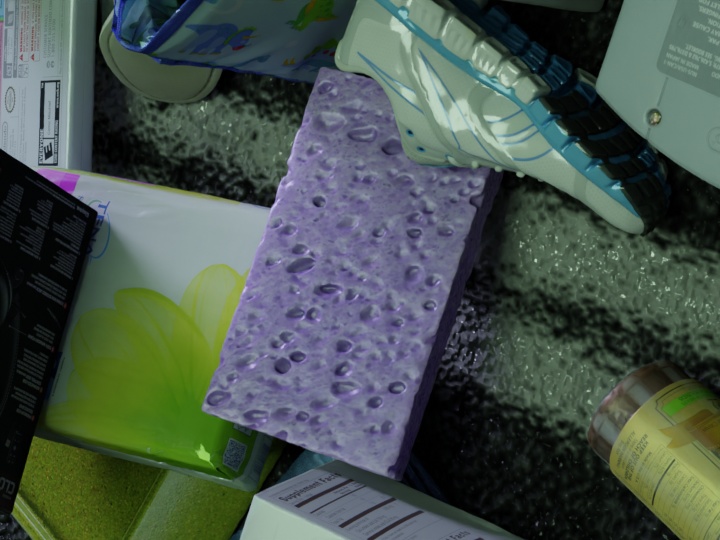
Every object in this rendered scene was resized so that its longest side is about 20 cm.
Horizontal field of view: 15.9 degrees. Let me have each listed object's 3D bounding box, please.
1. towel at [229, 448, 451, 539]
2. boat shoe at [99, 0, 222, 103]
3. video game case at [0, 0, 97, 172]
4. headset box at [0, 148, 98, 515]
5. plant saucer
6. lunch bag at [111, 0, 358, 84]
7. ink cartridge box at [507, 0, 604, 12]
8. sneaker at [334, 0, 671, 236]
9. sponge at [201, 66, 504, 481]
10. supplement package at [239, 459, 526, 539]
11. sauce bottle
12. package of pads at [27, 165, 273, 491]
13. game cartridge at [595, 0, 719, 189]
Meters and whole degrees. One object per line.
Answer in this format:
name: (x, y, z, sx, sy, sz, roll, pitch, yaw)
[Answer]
towel: (-0.026, 0.179, 1.425, 0.200, 0.049, 0.112, -50, 63, 27)
boat shoe: (-0.115, -0.168, 1.449, 0.074, 0.199, 0.066, 1, 61, 11)
video game case: (-0.219, -0.151, 1.594, 0.182, 0.022, 0.200, 3, 92, 51)
headset box: (-0.231, 0.034, 1.378, 0.077, 0.149, 0.200, 9, 78, 28)
plant saucer: (-0.153, 0.101, 1.536, 0.200, 0.048, 0.200, 45, 117, 31)
lunch bag: (-0.029, -0.193, 1.351, 0.127, 0.170, 0.200, 38, 110, 35)
ink cartridge box: (0.057, -0.198, 1.261, 0.067, 0.200, 0.116, 32, 109, 37)
sneaker: (0.069, -0.076, 1.316, 0.200, 0.075, 0.087, 42, 118, 15)
sponge: (0.000, 0.000, 1.359, 0.111, 0.030, 0.200, 16, 83, 18)
supplement package: (0.037, 0.190, 1.296, 0.200, 0.110, 0.114, 22, 105, 20)
sauce bottle: (0.195, 0.125, 1.230, 0.200, 0.065, 0.065, 44, 116, 30)
package of pads: (-0.125, 0.028, 1.455, 0.200, 0.068, 0.155, 12, 77, 28)
game cartridge: (0.209, -0.096, 1.238, 0.200, 0.040, 0.133, 29, 104, 37)
